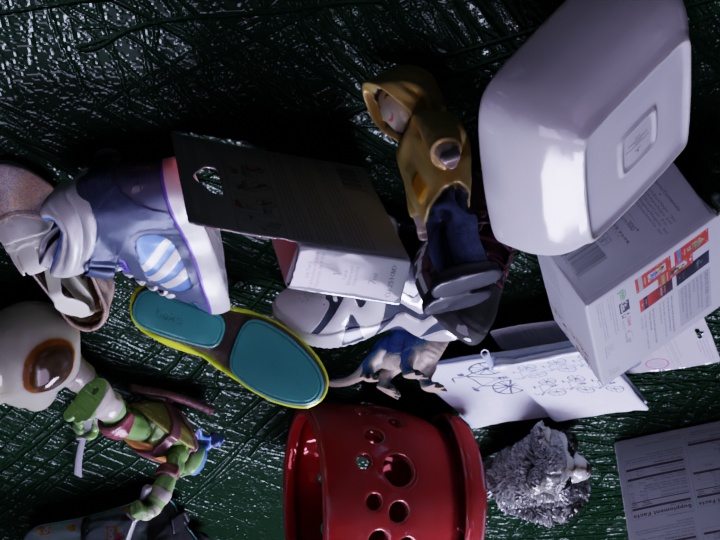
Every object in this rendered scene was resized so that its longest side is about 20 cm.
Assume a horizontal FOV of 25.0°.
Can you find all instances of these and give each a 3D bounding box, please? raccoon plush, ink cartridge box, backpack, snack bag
[{"bbox_3d":[0.151,0.220,1.691,0.199,0.098,0.134,-21,156,22],"label":"raccoon plush"},{"bbox_3d":[0.248,-0.011,1.386,0.175,0.084,0.200,-33,154,-3],"label":"ink cartridge box"},{"bbox_3d":[-0.063,-0.043,1.286,0.172,0.200,0.044,8,112,-14],"label":"ink cartridge box"},{"bbox_3d":[-0.281,0.350,1.814,0.198,0.154,0.176,-6,148,14],"label":"backpack"},{"bbox_3d":[0.164,0.116,1.597,0.198,0.022,0.189,-9,154,23],"label":"snack bag"}]

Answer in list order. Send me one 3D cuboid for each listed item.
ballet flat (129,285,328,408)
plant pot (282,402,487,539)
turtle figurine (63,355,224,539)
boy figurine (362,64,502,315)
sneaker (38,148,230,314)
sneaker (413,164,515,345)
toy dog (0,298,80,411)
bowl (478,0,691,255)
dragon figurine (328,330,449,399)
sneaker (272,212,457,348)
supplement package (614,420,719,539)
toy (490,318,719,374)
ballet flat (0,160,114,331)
[{"bbox_3d":[-0.117,0.062,1.487,0.199,0.067,0.067,25,-176,2],"label":"ballet flat"},{"bbox_3d":[0.026,0.234,1.646,0.181,0.202,0.201,0,143,-12],"label":"plant pot"},{"bbox_3d":[-0.250,0.181,1.602,0.199,0.145,0.194,-22,135,17],"label":"turtle figurine"},{"bbox_3d":[0.054,-0.074,1.247,0.064,0.202,0.124,-12,161,-13],"label":"boy figurine"},{"bbox_3d":[-0.197,-0.019,1.383,0.145,0.081,0.201,-12,147,2],"label":"sneaker"},{"bbox_3d":[0.106,-0.036,1.319,0.075,0.201,0.115,34,121,-21],"label":"sneaker"},{"bbox_3d":[-0.354,0.066,1.475,0.198,0.140,0.196,9,107,-14],"label":"toy dog"},{"bbox_3d":[0.182,-0.113,1.221,0.200,0.074,0.200,-44,149,-21],"label":"bowl"},{"bbox_3d":[0.040,0.064,1.539,0.199,0.100,0.059,-12,148,43],"label":"dragon figurine"},{"bbox_3d":[0.000,0.000,1.437,0.198,0.080,0.130,4,136,27],"label":"sneaker"},{"bbox_3d":[0.370,0.291,1.742,0.149,0.201,0.152,-13,142,13],"label":"supplement package"},{"bbox_3d":[0.234,0.058,1.558,0.198,0.048,0.115,-11,146,18],"label":"toy"},{"bbox_3d":[-0.268,-0.014,1.409,0.068,0.068,0.200,-15,140,16],"label":"ballet flat"}]
